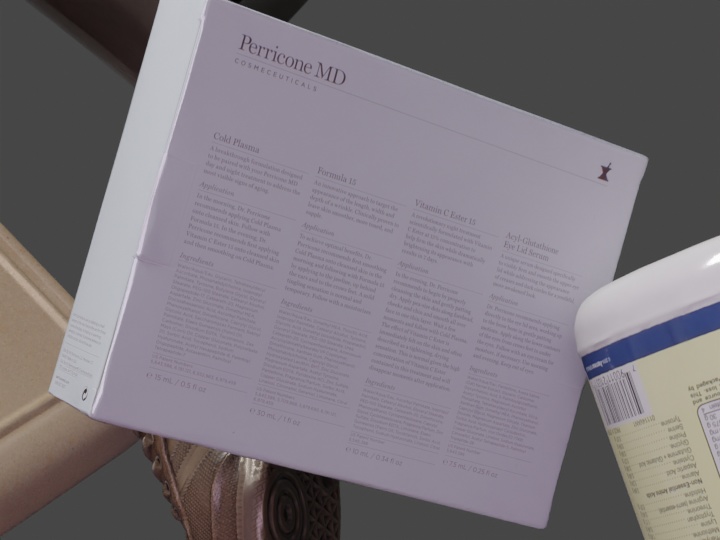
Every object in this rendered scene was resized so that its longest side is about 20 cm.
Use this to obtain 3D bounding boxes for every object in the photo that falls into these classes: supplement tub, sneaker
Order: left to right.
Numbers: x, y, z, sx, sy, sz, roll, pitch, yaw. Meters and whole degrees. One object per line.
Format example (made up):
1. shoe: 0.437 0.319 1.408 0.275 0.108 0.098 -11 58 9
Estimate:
1. sneaker: -0.058 0.061 0.792 0.075 0.070 0.202 -9 79 25
2. supplement tub: 0.173 0.083 0.702 0.144 0.145 0.202 -20 83 8

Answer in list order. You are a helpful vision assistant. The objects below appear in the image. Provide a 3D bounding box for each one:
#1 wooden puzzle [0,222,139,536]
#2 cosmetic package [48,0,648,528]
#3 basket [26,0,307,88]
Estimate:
1. wooden puzzle: -0.201 0.026 0.768 0.200 0.185 0.037 49 131 7
2. cosmetic package: 0.000 0.000 0.730 0.199 0.052 0.152 17 90 -29
3. basket: -0.105 -0.175 0.775 0.200 0.136 0.180 46 119 5
